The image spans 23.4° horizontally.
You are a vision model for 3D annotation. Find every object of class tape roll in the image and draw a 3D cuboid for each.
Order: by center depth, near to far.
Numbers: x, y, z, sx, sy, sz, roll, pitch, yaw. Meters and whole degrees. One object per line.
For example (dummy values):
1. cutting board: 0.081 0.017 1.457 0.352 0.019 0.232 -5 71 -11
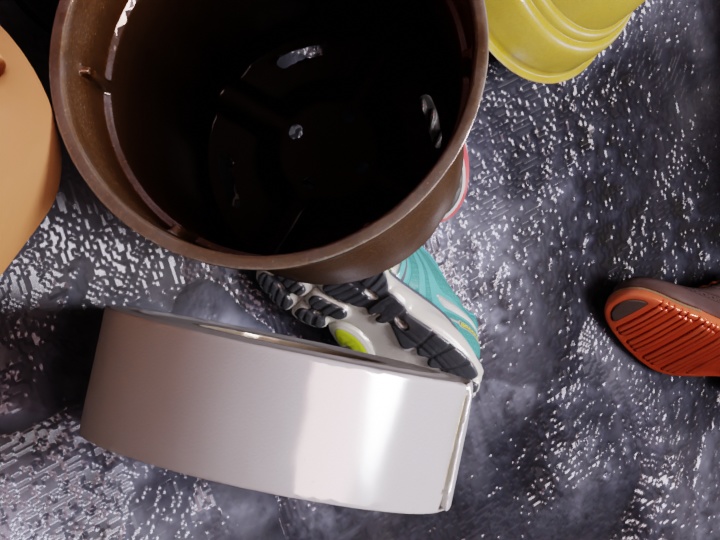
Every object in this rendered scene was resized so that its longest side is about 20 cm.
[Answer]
1. tape roll: -0.043 0.071 0.916 0.202 0.202 0.071 13 88 -37

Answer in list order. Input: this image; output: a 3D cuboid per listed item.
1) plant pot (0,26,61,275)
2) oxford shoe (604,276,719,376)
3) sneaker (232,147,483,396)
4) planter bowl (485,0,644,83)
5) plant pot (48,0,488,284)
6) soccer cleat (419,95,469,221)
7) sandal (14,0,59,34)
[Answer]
1. plant pot: -0.230 -0.043 0.779 0.140 0.200 0.200 -42 120 -43
2. oxford shoe: 0.247 0.034 1.225 0.200 0.071 0.073 22 55 -34
3. sneaker: 0.000 0.000 1.030 0.200 0.077 0.080 47 32 -23
4. planter bowl: 0.138 -0.218 1.053 0.200 0.083 0.201 5 83 -49
5. plant pot: -0.031 -0.081 0.871 0.198 0.200 0.200 56 54 -77
6. soccer cleat: 0.026 -0.125 1.034 0.068 0.073 0.200 -10 88 8
7. sandal: -0.159 -0.208 0.884 0.075 0.048 0.201 -26 111 -32
